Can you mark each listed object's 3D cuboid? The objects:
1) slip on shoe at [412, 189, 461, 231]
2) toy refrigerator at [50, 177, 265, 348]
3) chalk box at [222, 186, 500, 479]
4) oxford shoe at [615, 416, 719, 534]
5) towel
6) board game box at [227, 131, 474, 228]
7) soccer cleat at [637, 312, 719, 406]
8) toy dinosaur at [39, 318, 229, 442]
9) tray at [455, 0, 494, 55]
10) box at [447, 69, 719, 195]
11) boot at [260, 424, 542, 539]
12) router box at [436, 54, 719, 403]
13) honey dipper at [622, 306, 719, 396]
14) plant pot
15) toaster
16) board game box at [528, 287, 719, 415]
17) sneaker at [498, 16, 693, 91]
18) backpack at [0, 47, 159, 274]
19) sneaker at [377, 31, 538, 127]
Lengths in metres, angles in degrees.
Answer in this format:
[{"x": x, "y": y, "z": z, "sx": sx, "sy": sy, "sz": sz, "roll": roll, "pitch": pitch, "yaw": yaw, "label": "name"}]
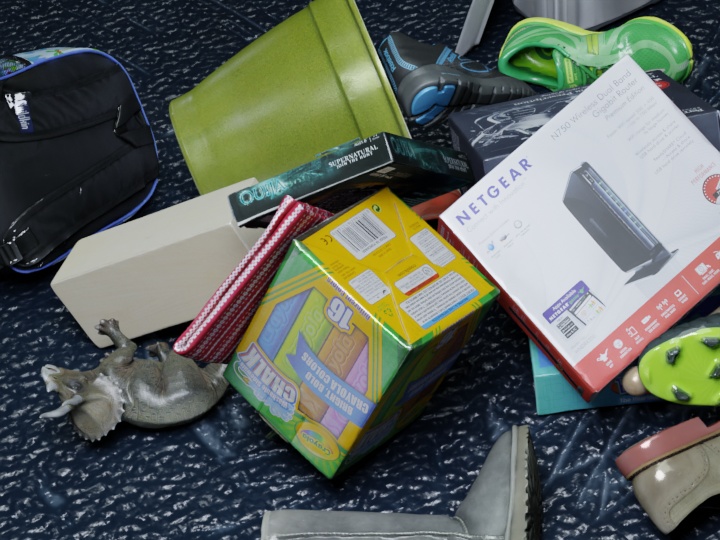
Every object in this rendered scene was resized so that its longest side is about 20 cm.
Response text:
[{"x": 0.004, "y": -0.021, "z": 1.605, "sx": 0.198, "sy": 0.074, "sz": 0.061, "roll": -20, "pitch": 53, "yaw": -13, "label": "slip on shoe"}, {"x": -0.153, "y": -0.006, "z": 1.551, "sx": 0.199, "sy": 0.076, "sz": 0.070, "roll": -18, "pitch": 30, "yaw": 32, "label": "toy refrigerator"}, {"x": -0.010, "y": 0.063, "z": 1.413, "sx": 0.124, "sy": 0.201, "sz": 0.124, "roll": 42, "pitch": 41, "yaw": 15, "label": "chalk box"}, {"x": 0.283, "y": 0.138, "z": 1.363, "sx": 0.198, "sy": 0.071, "sz": 0.075, "roll": -18, "pitch": 71, "yaw": -19, "label": "oxford shoe"}, {"x": -0.065, "y": 0.012, "z": 1.413, "sx": 0.022, "sy": 0.200, "sz": 0.145, "roll": 40, "pitch": 95, "yaw": 14, "label": "towel"}, {"x": -0.003, "y": -0.064, "z": 1.453, "sx": 0.134, "sy": 0.028, "sz": 0.200, "roll": -21, "pitch": -9, "yaw": 19, "label": "board game box"}, {"x": 0.298, "y": 0.051, "z": 1.390, "sx": 0.198, "sy": 0.068, "sz": 0.081, "roll": -14, "pitch": 17, "yaw": -4, "label": "soccer cleat"}, {"x": -0.165, "y": 0.093, "z": 1.507, "sx": 0.198, "sy": 0.077, "sz": 0.103, "roll": 3, "pitch": 48, "yaw": -17, "label": "toy dinosaur"}, {"x": 0.135, "y": -0.303, "z": 1.905, "sx": 0.022, "sy": 0.108, "sz": 0.201, "roll": 19, "pitch": 42, "yaw": 1, "label": "tray"}, {"x": 0.190, "y": -0.085, "z": 1.569, "sx": 0.198, "sy": 0.105, "sz": 0.182, "roll": -12, "pitch": 18, "yaw": -4, "label": "box"}, {"x": 0.029, "y": 0.186, "z": 1.349, "sx": 0.198, "sy": 0.073, "sz": 0.183, "roll": -6, "pitch": 36, "yaw": 16, "label": "boot"}, {"x": 0.188, "y": -0.032, "z": 1.426, "sx": 0.200, "sy": 0.049, "sz": 0.180, "roll": -41, "pitch": 80, "yaw": -9, "label": "router box"}, {"x": 0.272, "y": 0.037, "z": 1.429, "sx": 0.199, "sy": 0.038, "sz": 0.038, "roll": -35, "pitch": 44, "yaw": -23, "label": "honey dipper"}, {"x": -0.061, "y": -0.127, "z": 1.671, "sx": 0.191, "sy": 0.201, "sz": 0.201, "roll": -24, "pitch": 38, "yaw": 2, "label": "plant pot"}, {"x": 0.227, "y": -0.323, "z": 1.877, "sx": 0.199, "sy": 0.130, "sz": 0.114, "roll": -25, "pitch": 44, "yaw": -19, "label": "toaster"}, {"x": 0.231, "y": 0.039, "z": 1.496, "sx": 0.198, "sy": 0.045, "sz": 0.153, "roll": -8, "pitch": 39, "yaw": 4, "label": "board game box"}, {"x": 0.221, "y": -0.194, "z": 1.772, "sx": 0.198, "sy": 0.075, "sz": 0.084, "roll": 5, "pitch": 37, "yaw": 32, "label": "sneaker"}, {"x": -0.297, "y": -0.107, "z": 1.688, "sx": 0.199, "sy": 0.185, "sz": 0.146, "roll": -30, "pitch": 21, "yaw": -38, "label": "backpack"}, {"x": 0.093, "y": -0.170, "z": 1.689, "sx": 0.073, "sy": 0.199, "sz": 0.082, "roll": -44, "pitch": 61, "yaw": 22, "label": "sneaker"}]
